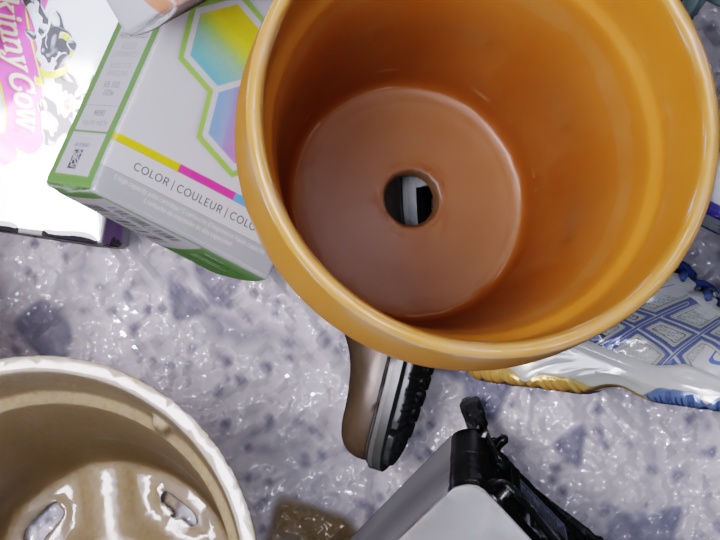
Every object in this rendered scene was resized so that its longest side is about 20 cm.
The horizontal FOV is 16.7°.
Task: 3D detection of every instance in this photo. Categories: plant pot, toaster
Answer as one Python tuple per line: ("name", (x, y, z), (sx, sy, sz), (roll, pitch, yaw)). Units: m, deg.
("plant pot", (-0.133, 0.147, 1.161), (0.200, 0.183, 0.201), (-1, 83, 6))
("toaster", (0.072, 0.174, 1.152), (0.119, 0.200, 0.181), (-42, 93, 6))
("plant pot", (0.035, -0.047, 1.091), (0.200, 0.183, 0.200), (2, 80, -11))

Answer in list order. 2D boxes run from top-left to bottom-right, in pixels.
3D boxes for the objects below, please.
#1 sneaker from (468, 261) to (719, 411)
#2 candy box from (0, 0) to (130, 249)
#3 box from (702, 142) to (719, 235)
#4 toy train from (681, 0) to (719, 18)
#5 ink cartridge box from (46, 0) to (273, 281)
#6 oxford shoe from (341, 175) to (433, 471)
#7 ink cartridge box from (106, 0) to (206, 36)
("sneaker", (0.149, 0.022, 1.193), (0.200, 0.075, 0.088), (8, 87, 9))
("candy box", (-0.207, -0.107, 1.236), (0.200, 0.072, 0.168), (8, 89, 5))
("box", (0.250, -0.035, 1.124), (0.184, 0.200, 0.105), (25, 92, 6))
("toy train", (0.144, -0.158, 1.155), (0.085, 0.114, 0.200), (31, 117, 5))
("ink cartridge box", (-0.060, -0.107, 1.189), (0.104, 0.059, 0.200), (28, 80, -29))
("oxford shoe", (0.000, 0.000, 1.217), (0.084, 0.073, 0.200), (1, 77, 9))
("ink cartridge box", (-0.089, -0.228, 1.120), (0.162, 0.050, 0.200), (-35, 100, -38))
